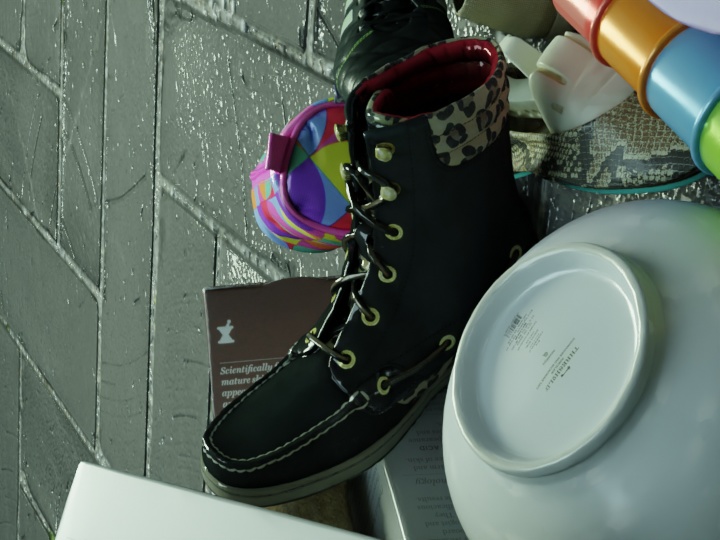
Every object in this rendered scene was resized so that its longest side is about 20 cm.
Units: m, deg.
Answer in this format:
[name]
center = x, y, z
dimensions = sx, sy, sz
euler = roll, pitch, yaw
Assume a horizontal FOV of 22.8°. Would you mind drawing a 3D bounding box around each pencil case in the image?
[pencil case]
center = -0.021, -0.054, 1.049
dimensions = 0.200, 0.087, 0.089
euler = 153, 112, -83

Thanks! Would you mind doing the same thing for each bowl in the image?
[bowl]
center = 0.101, 0.050, 0.719
dimensions = 0.200, 0.090, 0.203
euler = -25, 51, 34

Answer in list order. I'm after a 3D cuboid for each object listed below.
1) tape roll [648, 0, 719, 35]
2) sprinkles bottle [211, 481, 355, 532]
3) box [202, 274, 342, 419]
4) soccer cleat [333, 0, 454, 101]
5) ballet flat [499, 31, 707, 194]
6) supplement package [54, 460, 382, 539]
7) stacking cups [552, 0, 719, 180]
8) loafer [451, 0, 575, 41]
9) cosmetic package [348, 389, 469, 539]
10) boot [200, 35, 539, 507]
[tape roll]
center = 0.166, -0.181, 0.621
dimensions = 0.199, 0.084, 0.202
euler = 7, 98, 58
[sprinkles bottle]
center = -0.025, 0.166, 0.824
dimensions = 0.068, 0.068, 0.201
euler = 116, 149, -49
[box]
center = -0.021, 0.042, 1.000
dimensions = 0.200, 0.099, 0.076
euler = 32, -127, -83
[soccer cleat]
center = 0.016, -0.147, 0.949
dimensions = 0.201, 0.067, 0.082
euler = -85, -16, -57
[ballet flat]
center = 0.093, -0.078, 0.842
dimensions = 0.076, 0.068, 0.200
euler = 54, 166, -17
[supplement package]
center = -0.030, 0.154, 0.703
dimensions = 0.199, 0.113, 0.111
euler = 7, 76, 44
[stacking cups]
center = 0.146, -0.069, 0.724
dimensions = 0.200, 0.060, 0.061
euler = 54, 141, 43
[loafer]
center = 0.058, -0.201, 0.920
dimensions = 0.076, 0.067, 0.201
euler = 113, 145, -45
[cosmetic package]
center = 0.043, 0.146, 0.836
dimensions = 0.201, 0.073, 0.102
euler = -109, 22, -46
[boot]
center = 0.000, -0.001, 0.803
dimensions = 0.073, 0.203, 0.155
euler = 33, 146, 43
